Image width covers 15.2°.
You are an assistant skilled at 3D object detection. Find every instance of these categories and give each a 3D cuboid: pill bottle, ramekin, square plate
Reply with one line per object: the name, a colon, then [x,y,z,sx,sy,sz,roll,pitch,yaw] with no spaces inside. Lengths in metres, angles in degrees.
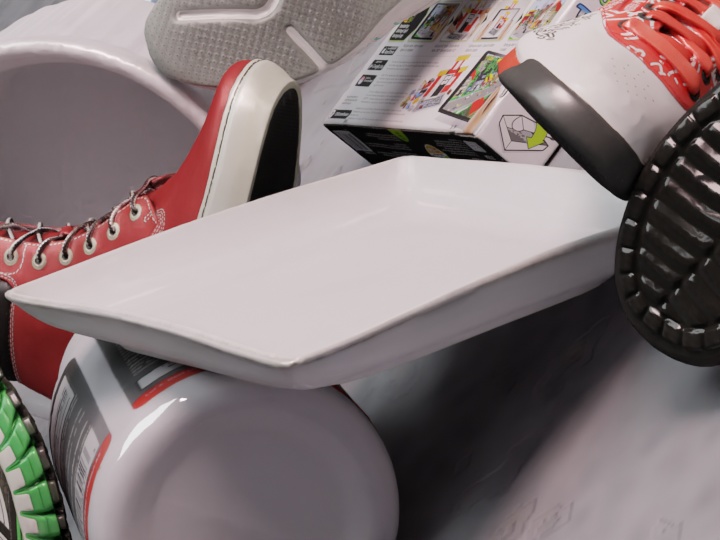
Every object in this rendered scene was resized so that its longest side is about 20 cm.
pill bottle: [-0.061,0.070,1.058,0.116,0.116,0.200,-50,18,2]
ramekin: [-0.124,-0.034,1.290,0.200,0.200,0.098,-40,11,29]
square plate: [0.000,0.000,0.998,0.200,0.028,0.198,-20,17,-32]

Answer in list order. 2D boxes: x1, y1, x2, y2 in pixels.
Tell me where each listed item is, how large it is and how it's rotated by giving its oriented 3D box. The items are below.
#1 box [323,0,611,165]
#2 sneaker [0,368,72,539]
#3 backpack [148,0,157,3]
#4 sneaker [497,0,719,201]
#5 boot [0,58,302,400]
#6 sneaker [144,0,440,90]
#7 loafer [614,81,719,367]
box: [0.058,-0.097,1.229,0.110,0.035,0.200,-53,18,-8]
sneaker: [-0.151,0.120,1.043,0.085,0.200,0.078,-12,-10,-9]
backpack: [-0.086,-0.182,1.561,0.200,0.147,0.183,-48,16,17]
sneaker: [0.114,-0.086,0.943,0.108,0.067,0.201,-44,-5,12]
boot: [-0.112,-0.021,1.201,0.072,0.144,0.200,-40,-28,-60]
sneaker: [-0.005,-0.131,1.229,0.200,0.070,0.080,-24,1,-11]
loafer: [0.161,-0.049,0.863,0.200,0.073,0.071,-52,-26,18]
